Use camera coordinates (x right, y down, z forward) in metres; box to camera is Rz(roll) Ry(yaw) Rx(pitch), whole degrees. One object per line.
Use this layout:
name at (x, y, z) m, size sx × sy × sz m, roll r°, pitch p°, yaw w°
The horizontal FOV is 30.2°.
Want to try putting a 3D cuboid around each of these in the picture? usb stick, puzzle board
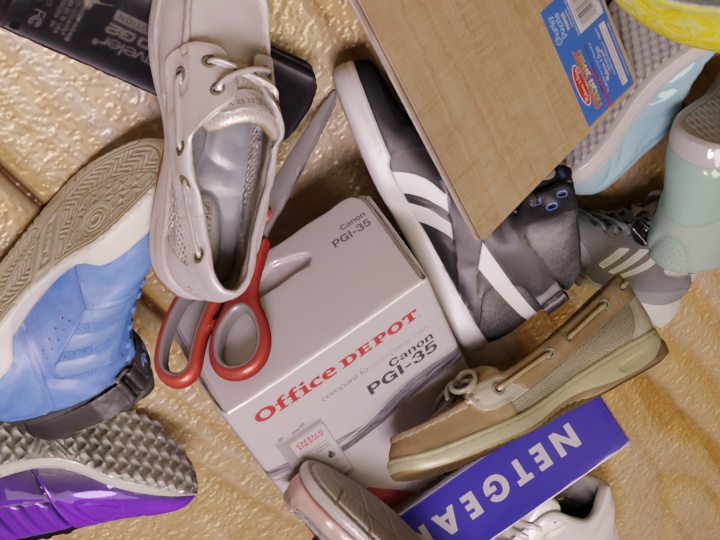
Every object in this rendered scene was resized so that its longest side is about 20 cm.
usb stick at (-0.109, -0.123, 0.736) m, size 0.198 × 0.033 × 0.056 m, roll 21°, pitch 113°, yaw -37°
puzzle board at (0.072, -0.141, 0.749) m, size 0.151 × 0.017 × 0.201 m, roll -44°, pitch 123°, yaw -21°

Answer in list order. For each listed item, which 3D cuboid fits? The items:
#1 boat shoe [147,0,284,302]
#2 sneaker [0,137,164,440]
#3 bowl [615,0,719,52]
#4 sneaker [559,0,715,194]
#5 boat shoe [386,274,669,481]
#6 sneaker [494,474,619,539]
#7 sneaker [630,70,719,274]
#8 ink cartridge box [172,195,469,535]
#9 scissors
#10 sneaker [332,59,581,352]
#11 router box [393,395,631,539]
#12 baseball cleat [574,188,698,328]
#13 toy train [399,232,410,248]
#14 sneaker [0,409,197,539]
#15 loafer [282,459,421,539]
boat shoe at (-0.068, -0.083, 0.702) m, size 0.070 × 0.069 × 0.204 m, roll -2°, pitch 96°, yaw -33°
sneaker at (-0.149, 0.019, 0.786) m, size 0.200 × 0.077 × 0.111 m, roll -45°, pitch 131°, yaw 7°
bowl at (0.224, -0.195, 0.766) m, size 0.199 × 0.201 × 0.108 m, roll -34°, pitch 146°, yaw -1°
sneaker at (0.190, -0.133, 0.875) m, size 0.200 × 0.074 × 0.082 m, roll -46°, pitch 153°, yaw 9°
boat shoe at (0.096, 0.068, 0.821) m, size 0.199 × 0.064 × 0.073 m, roll -25°, pitch 171°, yaw -17°
sneaker at (0.124, 0.218, 1.087) m, size 0.198 × 0.078 × 0.101 m, roll -21°, pitch 124°, yaw -25°
sneaker at (0.254, -0.070, 0.915) m, size 0.199 × 0.073 × 0.120 m, roll -29°, pitch 140°, yaw -43°
ink cartridge box at (-0.011, 0.071, 0.842) m, size 0.146 × 0.083 × 0.201 m, roll -33°, pitch 142°, yaw -4°
scissors at (-0.067, -0.023, 0.785) m, size 0.072 × 0.203 × 0.014 m, roll 2°, pitch 154°, yaw 25°
sneaker at (0.069, -0.059, 0.820) m, size 0.111 × 0.073 × 0.202 m, roll -27°, pitch 111°, yaw 4°
router box at (0.084, 0.151, 0.950) m, size 0.199 × 0.180 × 0.049 m, roll -34°, pitch 87°, yaw -2°
baseball cleat at (0.181, -0.029, 0.945) m, size 0.107 × 0.070 × 0.199 m, roll -54°, pitch 139°, yaw 6°
toy train at (0.000, 0.000, 0.881) m, size 0.200 × 0.034 × 0.046 m, roll -44°, pitch 129°, yaw 6°
sneaker at (-0.206, 0.140, 0.855) m, size 0.198 × 0.070 × 0.100 m, roll 11°, pitch 124°, yaw -29°
loafer at (0.022, 0.196, 0.819) m, size 0.199 × 0.072 × 0.063 m, roll 40°, pitch 101°, yaw -21°
